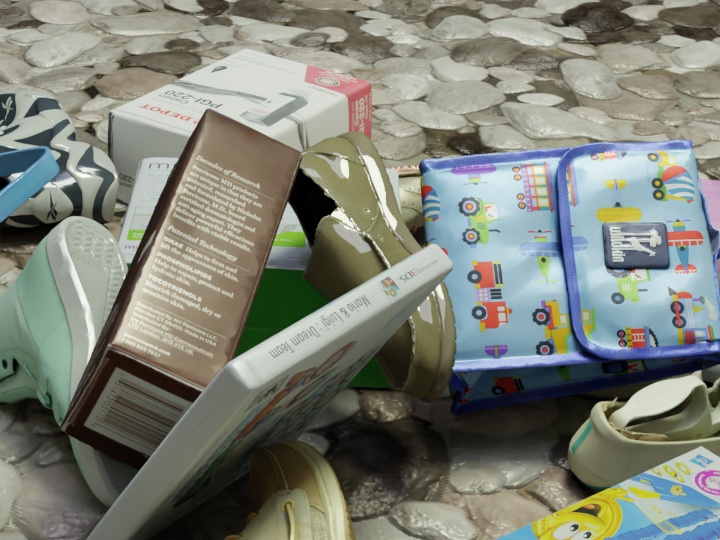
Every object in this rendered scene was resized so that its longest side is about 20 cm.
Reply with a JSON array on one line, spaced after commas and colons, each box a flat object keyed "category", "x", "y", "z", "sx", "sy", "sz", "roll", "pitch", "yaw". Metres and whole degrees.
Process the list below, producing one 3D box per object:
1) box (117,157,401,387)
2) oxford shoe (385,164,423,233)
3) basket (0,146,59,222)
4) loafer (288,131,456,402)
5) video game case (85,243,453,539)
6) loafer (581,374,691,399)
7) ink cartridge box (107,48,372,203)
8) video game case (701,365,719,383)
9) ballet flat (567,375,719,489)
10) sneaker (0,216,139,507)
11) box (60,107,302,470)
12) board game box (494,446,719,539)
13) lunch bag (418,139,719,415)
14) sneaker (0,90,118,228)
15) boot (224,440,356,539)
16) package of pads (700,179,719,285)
[{"category": "box", "x": -0.070, "y": -0.004, "z": 1.131, "sx": 0.199, "sy": 0.097, "sz": 0.177, "roll": 2, "pitch": 27, "yaw": -2}, {"category": "oxford shoe", "x": 0.019, "y": -0.042, "z": 1.271, "sx": 0.199, "sy": 0.071, "sz": 0.074, "roll": 4, "pitch": 63, "yaw": -15}, {"category": "basket", "x": -0.316, "y": -0.019, "z": 1.059, "sx": 0.176, "sy": 0.140, "sz": 0.200, "roll": -7, "pitch": 27, "yaw": 34}, {"category": "loafer", "x": 0.000, "y": 0.000, "z": 0.994, "sx": 0.067, "sy": 0.076, "sz": 0.201, "roll": -9, "pitch": 54, "yaw": -23}, {"category": "video game case", "x": -0.052, "y": 0.077, "z": 0.891, "sx": 0.024, "sy": 0.200, "sz": 0.182, "roll": 49, "pitch": 43, "yaw": 10}, {"category": "loafer", "x": 0.139, "y": 0.036, "z": 1.104, "sx": 0.199, "sy": 0.069, "sz": 0.076, "roll": 10, "pitch": 28, "yaw": 13}, {"category": "ink cartridge box", "x": -0.101, "y": -0.114, "z": 1.356, "sx": 0.145, "sy": 0.085, "sz": 0.200, "roll": 18, "pitch": 33, "yaw": 27}, {"category": "video game case", "x": 0.371, "y": 0.066, "z": 1.124, "sx": 0.199, "sy": 0.022, "sz": 0.182, "roll": 19, "pitch": 31, "yaw": 29}, {"category": "ballet flat", "x": 0.226, "y": 0.094, "z": 1.005, "sx": 0.199, "sy": 0.070, "sz": 0.069, "roll": -9, "pitch": 30, "yaw": -23}, {"category": "sneaker", "x": -0.183, "y": 0.080, "z": 1.003, "sx": 0.074, "sy": 0.118, "sz": 0.201, "roll": 12, "pitch": 49, "yaw": -41}, {"category": "box", "x": -0.104, "y": 0.010, "z": 0.944, "sx": 0.075, "sy": 0.100, "sz": 0.201, "roll": 26, "pitch": 47, "yaw": -9}, {"category": "board game box", "x": 0.183, "y": 0.190, "z": 0.825, "sx": 0.195, "sy": 0.056, "sz": 0.200, "roll": -17, "pitch": 33, "yaw": -34}, {"category": "lunch bag", "x": 0.147, "y": 0.000, "z": 1.034, "sx": 0.199, "sy": 0.094, "sz": 0.151, "roll": -8, "pitch": 67, "yaw": 6}, {"category": "sneaker", "x": -0.300, "y": -0.090, "z": 1.291, "sx": 0.129, "sy": 0.080, "sz": 0.199, "roll": -8, "pitch": 38, "yaw": -38}, {"category": "boot", "x": -0.081, "y": 0.163, "z": 0.835, "sx": 0.155, "sy": 0.073, "sz": 0.200, "roll": -3, "pitch": 32, "yaw": -14}, {"category": "package of pads", "x": 0.196, "y": -0.023, "z": 1.218, "sx": 0.199, "sy": 0.076, "sz": 0.121, "roll": 3, "pitch": 26, "yaw": 1}]
